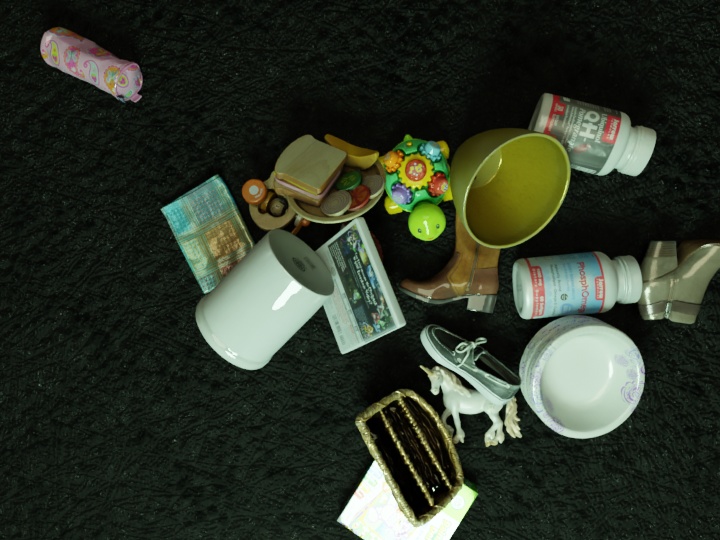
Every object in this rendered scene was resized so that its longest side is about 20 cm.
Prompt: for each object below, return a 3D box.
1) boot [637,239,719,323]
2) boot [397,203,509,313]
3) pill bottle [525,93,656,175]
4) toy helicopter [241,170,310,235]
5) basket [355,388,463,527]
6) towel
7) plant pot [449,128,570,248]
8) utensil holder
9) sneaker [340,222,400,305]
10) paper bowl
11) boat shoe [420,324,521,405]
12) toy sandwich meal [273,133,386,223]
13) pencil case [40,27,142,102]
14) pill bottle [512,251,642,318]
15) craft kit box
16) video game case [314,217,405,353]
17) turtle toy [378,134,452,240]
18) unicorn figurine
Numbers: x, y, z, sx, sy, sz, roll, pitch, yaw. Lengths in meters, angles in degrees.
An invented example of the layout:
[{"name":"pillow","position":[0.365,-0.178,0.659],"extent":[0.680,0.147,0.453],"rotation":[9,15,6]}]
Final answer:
[{"name":"boot","position":[0.588,0.020,0.917],"extent":[0.197,0.070,0.148],"rotation":[0,96,8]},{"name":"boot","position":[0.174,-0.034,0.963],"extent":[0.186,0.068,0.202],"rotation":[8,89,11]},{"name":"pill bottle","position":[0.400,-0.233,0.910],"extent":[0.198,0.111,0.112],"rotation":[17,92,7]},{"name":"toy helicopter","position":[-0.119,-0.146,0.997],"extent":[0.199,0.079,0.133],"rotation":[-36,79,-7]},{"name":"basket","position":[0.093,0.309,0.895],"extent":[0.142,0.149,0.201],"rotation":[-28,77,-9]},{"name":"towel","position":[-0.300,-0.074,1.043],"extent":[0.146,0.022,0.202],"rotation":[-28,87,7]},{"name":"plant pot","position":[0.234,-0.161,0.892],"extent":[0.198,0.142,0.202],"rotation":[-11,126,-15]},{"name":"utensil holder","position":[-0.169,0.050,0.931],"extent":[0.200,0.170,0.170],"rotation":[-43,85,19]},{"name":"sneaker","position":[0.000,0.000,0.976],"extent":[0.082,0.077,0.202],"rotation":[-33,68,39]},{"name":"paper bowl","position":[0.377,0.178,0.906],"extent":[0.198,0.104,0.203],"rotation":[-1,100,-3]},{"name":"boat shoe","position":[0.198,0.156,0.933],"extent":[0.199,0.073,0.068],"rotation":[43,137,22]},{"name":"toy sandwich meal","position":[-0.053,-0.172,0.922],"extent":[0.203,0.071,0.207],"rotation":[-5,54,7]},{"name":"pencil case","position":[-0.538,-0.413,1.042],"extent":[0.199,0.087,0.088],"rotation":[27,93,5]},{"name":"pill bottle","position":[0.378,0.024,0.915],"extent":[0.198,0.109,0.110],"rotation":[-6,89,7]},{"name":"craft kit box","position":[0.088,0.444,0.987],"extent":[0.196,0.049,0.201],"rotation":[31,94,3]},{"name":"video game case","position":[-0.015,0.033,0.940],"extent":[0.181,0.023,0.202],"rotation":[-33,74,48]},{"name":"turtle toy","position":[0.108,-0.154,0.952],"extent":[0.144,0.101,0.202],"rotation":[-14,88,7]},{"name":"unicorn figurine","position":[0.196,0.251,0.964],"extent":[0.197,0.074,0.139],"rotation":[4,81,-7]}]
